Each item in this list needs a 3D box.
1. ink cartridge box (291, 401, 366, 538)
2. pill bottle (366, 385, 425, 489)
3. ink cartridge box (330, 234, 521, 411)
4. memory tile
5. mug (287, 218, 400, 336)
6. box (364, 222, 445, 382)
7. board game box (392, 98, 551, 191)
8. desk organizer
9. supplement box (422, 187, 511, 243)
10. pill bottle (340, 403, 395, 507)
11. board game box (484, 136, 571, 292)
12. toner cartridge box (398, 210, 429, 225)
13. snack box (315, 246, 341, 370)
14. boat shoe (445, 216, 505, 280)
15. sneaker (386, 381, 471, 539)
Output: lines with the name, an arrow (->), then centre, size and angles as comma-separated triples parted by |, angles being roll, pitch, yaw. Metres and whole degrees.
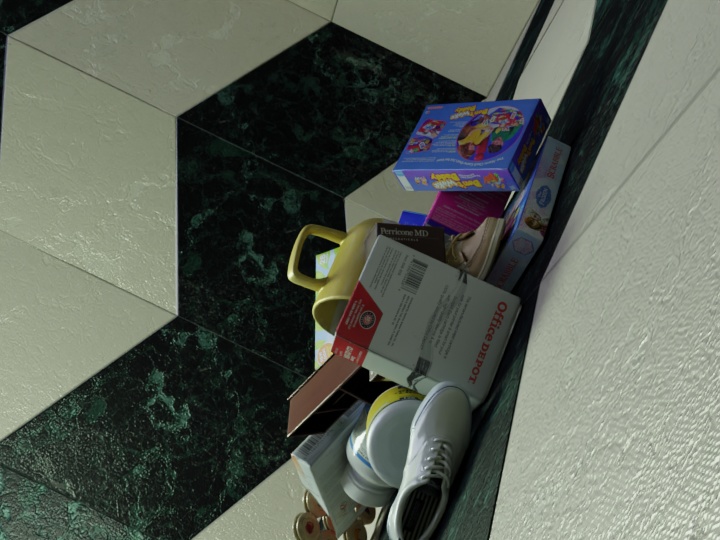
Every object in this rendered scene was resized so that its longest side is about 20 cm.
ink cartridge box -> -0.018, 0.299, 1.779 | 0.162, 0.050, 0.201 | -44, -38, -26
pill bottle -> 0.062, 0.210, 1.483 | 0.200, 0.111, 0.113 | -88, 23, -87
ink cartridge box -> 0.081, 0.069, 1.417 | 0.084, 0.198, 0.146 | 107, -172, -69
memory tile -> -0.032, 0.380, 1.842 | 0.017, 0.153, 0.201 | -21, 35, 38
mug -> 0.009, 0.002, 1.630 | 0.148, 0.186, 0.155 | -9, 54, 39
box -> 0.063, 0.044, 1.514 | 0.075, 0.099, 0.203 | 122, 148, -64
board game box -> 0.159, -0.179, 1.638 | 0.045, 0.198, 0.135 | 52, -126, -39
desk organizer -> -0.023, 0.170, 1.624 | 0.200, 0.071, 0.078 | -46, 26, 32
supplement box -> 0.164, -0.102, 1.704 | 0.201, 0.102, 0.101 | -63, -2, -30
pill bottle -> 0.045, 0.246, 1.679 | 0.112, 0.111, 0.202 | -66, 0, -65
board game box -> 0.217, -0.052, 1.585 | 0.201, 0.041, 0.201 | 115, 180, -47
toner cartridge box -> 0.083, 0.011, 1.813 | 0.043, 0.094, 0.202 | 42, -115, -60
snack box -> 0.012, 0.052, 1.760 | 0.167, 0.067, 0.203 | -18, 56, 31
boat shoe -> 0.139, -0.012, 1.556 | 0.201, 0.068, 0.074 | 115, 178, -55
sneaker -> 0.086, 0.229, 1.310 | 0.071, 0.072, 0.203 | -173, 99, -80
